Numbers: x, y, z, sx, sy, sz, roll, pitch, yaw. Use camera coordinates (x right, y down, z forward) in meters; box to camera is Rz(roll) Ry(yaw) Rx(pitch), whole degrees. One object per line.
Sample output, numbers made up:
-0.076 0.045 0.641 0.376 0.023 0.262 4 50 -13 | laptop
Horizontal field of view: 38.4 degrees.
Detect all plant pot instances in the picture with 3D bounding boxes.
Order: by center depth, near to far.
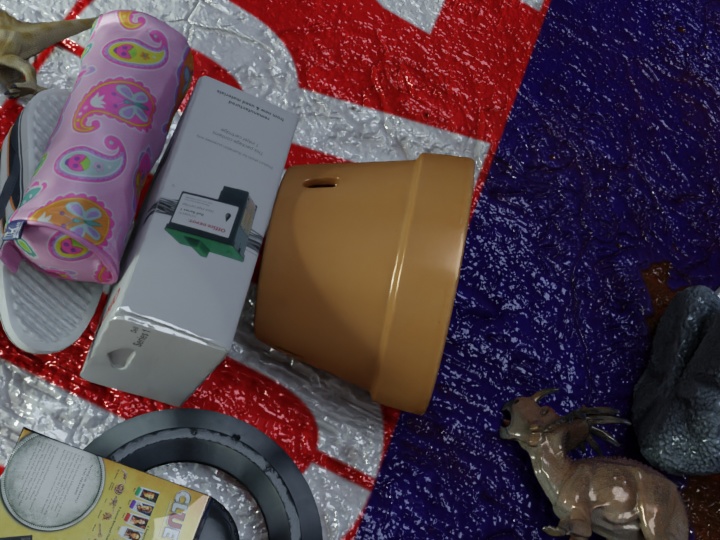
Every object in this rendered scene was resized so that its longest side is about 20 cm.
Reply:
0.000 0.000 0.797 0.140 0.200 0.201 11 62 2 | plant pot

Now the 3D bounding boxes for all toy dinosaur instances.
-0.282 -0.173 0.824 0.200 0.058 0.101 -18 73 -28 | toy dinosaur
0.208 0.180 0.844 0.200 0.086 0.136 26 62 -6 | toy dinosaur

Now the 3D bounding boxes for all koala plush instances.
0.357 0.127 0.895 0.200 0.177 0.184 31 77 -8 | koala plush

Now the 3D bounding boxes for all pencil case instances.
-0.182 -0.086 0.725 0.087 0.087 0.200 21 62 -12 | pencil case

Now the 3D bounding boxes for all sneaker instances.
-0.233 -0.028 0.767 0.078 0.079 0.201 13 64 -32 | sneaker

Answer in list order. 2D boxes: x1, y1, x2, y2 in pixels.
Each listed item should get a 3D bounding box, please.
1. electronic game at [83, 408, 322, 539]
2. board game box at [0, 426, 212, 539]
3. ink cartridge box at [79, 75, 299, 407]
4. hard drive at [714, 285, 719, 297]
-0.125 0.195 0.728 0.199 0.042 0.201 5 66 -12 | electronic game
-0.193 0.219 0.661 0.135 0.035 0.200 20 69 1 | board game box
-0.127 -0.016 0.765 0.084 0.146 0.200 21 61 -15 | ink cartridge box
0.446 0.074 1.031 0.132 0.025 0.200 -36 84 -31 | hard drive
